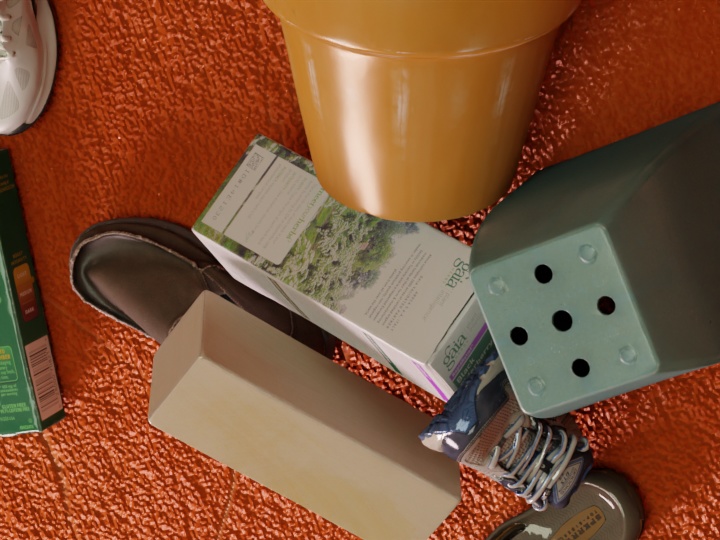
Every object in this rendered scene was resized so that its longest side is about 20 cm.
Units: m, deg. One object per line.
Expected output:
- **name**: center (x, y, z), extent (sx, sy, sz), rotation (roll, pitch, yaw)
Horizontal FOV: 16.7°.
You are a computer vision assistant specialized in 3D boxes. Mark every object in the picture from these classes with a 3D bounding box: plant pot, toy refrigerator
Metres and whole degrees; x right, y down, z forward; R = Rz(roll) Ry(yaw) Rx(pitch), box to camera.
- **plant pot**: center (0.035, -0.138, 1.473), extent (0.199, 0.200, 0.184), rotation (14, 124, 21)
- **plant pot**: center (0.152, 0.005, 1.438), extent (0.141, 0.200, 0.142), rotation (-20, 94, 27)
- **toy refrigerator**: center (-0.036, 0.102, 1.569), extent (0.199, 0.076, 0.070), rotation (30, 118, -20)

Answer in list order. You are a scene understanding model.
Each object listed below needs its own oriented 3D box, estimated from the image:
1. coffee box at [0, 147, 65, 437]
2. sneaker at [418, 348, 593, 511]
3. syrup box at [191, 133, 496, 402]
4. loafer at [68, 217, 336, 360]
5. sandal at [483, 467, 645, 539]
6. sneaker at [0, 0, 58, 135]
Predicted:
- **coffee box**: center (-0.285, 0.019, 1.732), extent (0.122, 0.044, 0.201), rotation (-8, 100, 26)
- **sneaker**: center (0.101, 0.101, 1.488), extent (0.085, 0.200, 0.077), rotation (42, 98, 17)
- **syrup box**: center (0.000, 0.000, 1.536), extent (0.199, 0.081, 0.079), rotation (29, 79, 29)
- **loafer**: center (-0.114, 0.020, 1.637), extent (0.199, 0.071, 0.073), rotation (19, 110, 19)
- **sandal**: center (0.105, 0.206, 1.593), extent (0.200, 0.055, 0.082), rotation (-43, 83, 27)
- **sneaker**: center (-0.258, -0.181, 1.627), extent (0.075, 0.115, 0.202), rotation (10, 107, 22)
